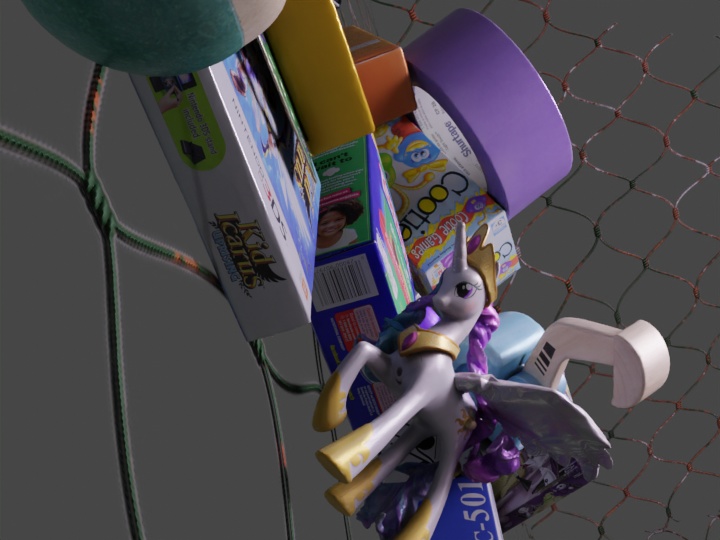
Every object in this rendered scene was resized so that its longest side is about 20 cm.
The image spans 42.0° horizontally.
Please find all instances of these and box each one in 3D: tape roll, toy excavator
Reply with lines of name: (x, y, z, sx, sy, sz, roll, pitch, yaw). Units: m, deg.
tape roll: (0.118, -0.153, 0.945, 0.201, 0.084, 0.200, 54, -6, 9)
toy excavator: (0.137, 0.083, 0.771, 0.194, 0.099, 0.203, 43, -42, 31)

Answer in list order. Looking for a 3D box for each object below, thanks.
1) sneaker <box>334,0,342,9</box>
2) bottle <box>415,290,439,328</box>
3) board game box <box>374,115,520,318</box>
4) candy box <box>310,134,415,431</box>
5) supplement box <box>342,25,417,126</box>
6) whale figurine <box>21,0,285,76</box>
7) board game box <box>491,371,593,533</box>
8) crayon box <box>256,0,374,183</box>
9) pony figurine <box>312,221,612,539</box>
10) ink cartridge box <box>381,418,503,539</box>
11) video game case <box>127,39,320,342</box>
sneaker: (-0.033, -0.214, 0.765, 0.078, 0.137, 0.203, -92, 163, -60)
bottle: (0.075, 0.085, 1.106, 0.202, 0.082, 0.066, 67, 11, -45)
board game box: (0.063, -0.061, 0.990, 0.200, 0.104, 0.104, 49, -8, 37)
candy box: (0.000, 0.000, 0.798, 0.202, 0.075, 0.171, -95, 168, -56)
supplement box: (-0.004, -0.202, 0.957, 0.200, 0.068, 0.068, -127, -163, -64)
whale figurine: (-0.110, -0.159, 0.396, 0.200, 0.103, 0.160, 49, -10, 43)
board game box: (0.125, 0.190, 0.897, 0.032, 0.199, 0.121, 33, 32, -29)
crayon box: (-0.042, -0.168, 0.629, 0.202, 0.051, 0.127, -106, 175, -52)
pony figurine: (0.061, 0.093, 0.644, 0.165, 0.201, 0.194, 13, -35, 47)
ink cartridge box: (0.071, 0.195, 0.845, 0.202, 0.092, 0.045, -97, 167, -47)
video game case: (-0.075, -0.087, 0.587, 0.201, 0.045, 0.184, -91, 164, -62)
